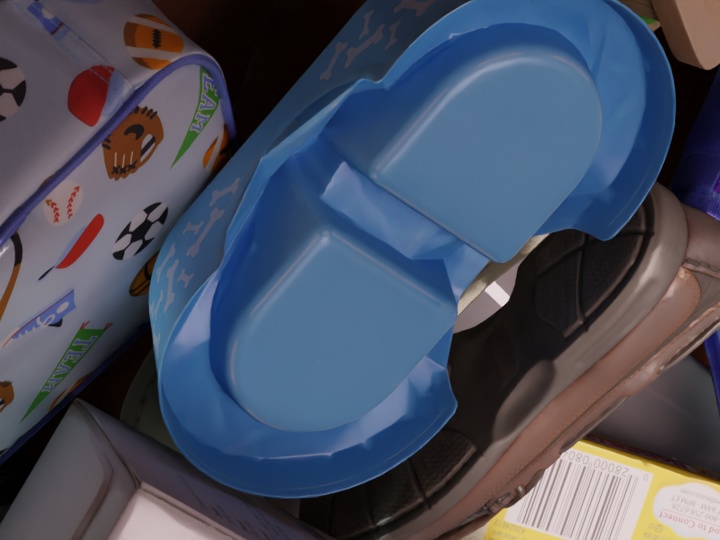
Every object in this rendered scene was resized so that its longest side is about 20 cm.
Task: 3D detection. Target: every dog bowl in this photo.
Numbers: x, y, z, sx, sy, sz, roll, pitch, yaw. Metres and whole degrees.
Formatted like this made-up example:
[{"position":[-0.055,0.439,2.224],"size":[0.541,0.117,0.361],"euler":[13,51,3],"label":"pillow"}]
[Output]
[{"position":[0.011,-0.018,0.902],"size":[0.111,0.050,0.200],"euler":[32,106,-37],"label":"dog bowl"}]

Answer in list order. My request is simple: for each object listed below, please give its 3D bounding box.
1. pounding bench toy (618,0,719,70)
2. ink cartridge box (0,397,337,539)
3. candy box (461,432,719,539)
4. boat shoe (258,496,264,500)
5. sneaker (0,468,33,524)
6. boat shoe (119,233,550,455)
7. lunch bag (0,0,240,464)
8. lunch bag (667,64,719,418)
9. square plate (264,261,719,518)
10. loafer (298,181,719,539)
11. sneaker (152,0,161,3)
[{"position":[0.103,-0.135,0.937],"size":[0.124,0.156,0.200],"euler":[-44,131,-20],"label":"pounding bench toy"},{"position":[-0.035,0.160,0.908],"size":[0.200,0.146,0.147],"euler":[31,91,-16],"label":"ink cartridge box"},{"position":[0.119,0.125,1.071],"size":[0.199,0.026,0.103],"euler":[18,100,-12],"label":"candy box"},{"position":[-0.043,0.166,1.022],"size":[0.067,0.074,0.201],"euler":[-20,102,-8],"label":"boat shoe"},{"position":[-0.184,0.096,0.960],"size":[0.199,0.070,0.082],"euler":[-22,116,-24],"label":"sneaker"},{"position":[0.000,0.000,0.984],"size":[0.201,0.061,0.072],"euler":[-39,105,6],"label":"boat shoe"},{"position":[-0.126,0.003,0.905],"size":[0.200,0.076,0.160],"euler":[-41,159,-15],"label":"lunch bag"},{"position":[0.177,-0.028,1.052],"size":[0.151,0.094,0.200],"euler":[-61,140,-28],"label":"lunch bag"},{"position":[0.039,0.084,1.086],"size":[0.200,0.028,0.198],"euler":[40,84,-25],"label":"square plate"},{"position":[0.059,0.048,0.991],"size":[0.063,0.072,0.200],"euler":[24,128,-31],"label":"loafer"},{"position":[-0.076,-0.162,0.882],"size":[0.115,0.076,0.201],"euler":[-26,127,-13],"label":"sneaker"}]
